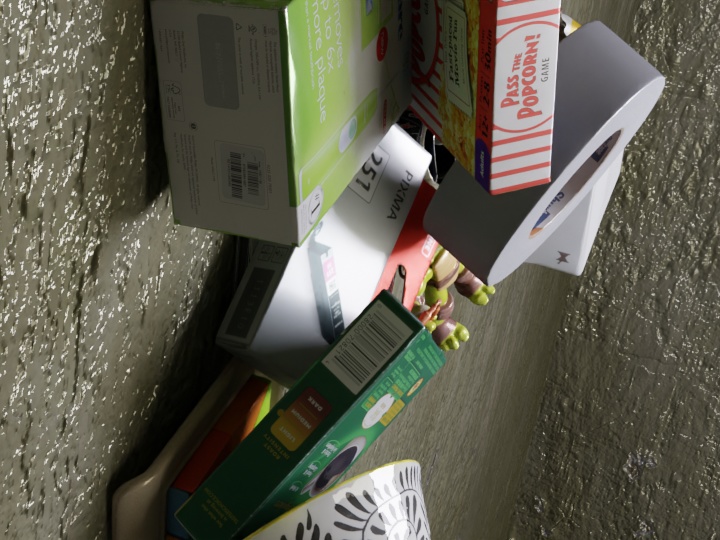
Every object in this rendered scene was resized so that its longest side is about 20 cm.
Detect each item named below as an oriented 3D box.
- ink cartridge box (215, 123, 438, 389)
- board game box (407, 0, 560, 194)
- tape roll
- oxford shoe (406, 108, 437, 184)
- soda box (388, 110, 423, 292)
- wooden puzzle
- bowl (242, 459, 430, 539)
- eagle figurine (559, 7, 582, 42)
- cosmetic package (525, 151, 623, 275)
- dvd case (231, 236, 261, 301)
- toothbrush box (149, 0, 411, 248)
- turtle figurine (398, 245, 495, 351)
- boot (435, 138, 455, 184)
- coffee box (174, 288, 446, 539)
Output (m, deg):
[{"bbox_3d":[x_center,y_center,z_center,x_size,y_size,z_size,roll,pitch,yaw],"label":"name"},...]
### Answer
[{"bbox_3d":[0.000,0.000,1.006,0.173,0.043,0.202,36,72,-42],"label":"ink cartridge box"},{"bbox_3d":[0.061,-0.164,0.886,0.200,0.046,0.153,-126,-152,-51],"label":"board game box"},{"bbox_3d":[0.135,-0.084,1.017,0.200,0.066,0.200,-47,169,-12],"label":"tape roll"},{"bbox_3d":[0.050,-0.169,1.154,0.071,0.073,0.202,-38,139,-65],"label":"oxford shoe"},{"bbox_3d":[0.004,-0.032,1.135,0.071,0.063,0.202,-71,171,-67],"label":"soda box"},{"bbox_3d":[-0.107,0.164,0.981,0.200,0.037,0.186,-48,152,-49],"label":"wooden puzzle"},{"bbox_3d":[-0.021,0.220,0.924,0.200,0.095,0.201,-30,161,-11],"label":"bowl"},{"bbox_3d":[0.110,-0.194,1.093,0.152,0.151,0.200,-54,-169,-12],"label":"eagle figurine"},{"bbox_3d":[0.221,-0.135,1.660,0.166,0.163,0.201,91,20,-47],"label":"cosmetic package"},{"bbox_3d":[-0.053,-0.061,1.008,0.149,0.016,0.202,-52,155,-56],"label":"dvd case"},{"bbox_3d":[-0.038,-0.130,0.825,0.200,0.085,0.147,-56,151,-53],"label":"toothbrush box"},{"bbox_3d":[0.063,0.004,1.164,0.162,0.064,0.201,65,41,-58],"label":"turtle figurine"},{"bbox_3d":[0.110,-0.112,1.478,0.139,0.077,0.201,-58,146,-35],"label":"boot"},{"bbox_3d":[-0.029,0.109,0.920,0.200,0.044,0.123,-48,163,-2],"label":"coffee box"}]
